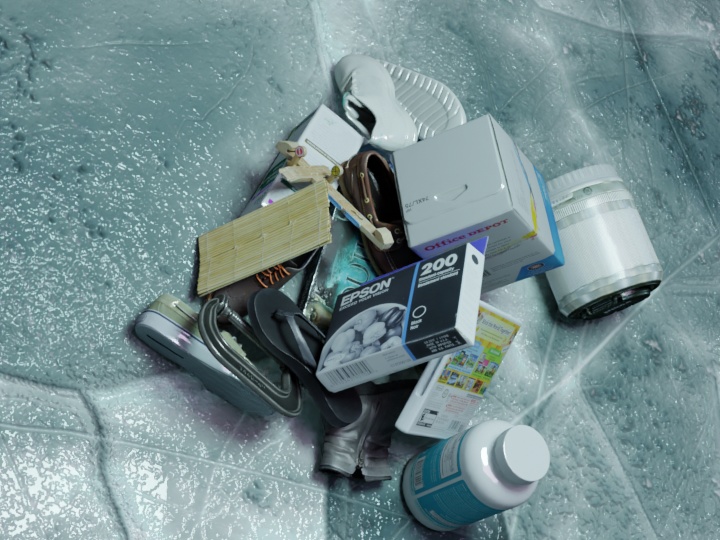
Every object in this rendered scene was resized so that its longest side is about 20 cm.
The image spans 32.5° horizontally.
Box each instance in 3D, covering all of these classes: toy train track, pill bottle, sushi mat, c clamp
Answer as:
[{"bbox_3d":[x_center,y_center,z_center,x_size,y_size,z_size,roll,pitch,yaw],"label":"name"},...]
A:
[{"bbox_3d":[-0.029,-0.104,1.553,0.200,0.033,0.115,45,26,18],"label":"toy train track"},{"bbox_3d":[0.147,0.252,1.537,0.111,0.200,0.111,14,62,-28],"label":"pill bottle"},{"bbox_3d":[-0.119,-0.039,1.507,0.012,0.200,0.096,42,35,-43],"label":"sushi mat"},{"bbox_3d":[-0.125,0.097,1.483,0.200,0.027,0.171,42,23,-31],"label":"c clamp"}]

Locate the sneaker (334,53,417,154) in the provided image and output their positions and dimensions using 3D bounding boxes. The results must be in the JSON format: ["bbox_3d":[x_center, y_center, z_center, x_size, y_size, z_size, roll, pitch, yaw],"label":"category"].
[{"bbox_3d":[0.002,-0.240,1.723,0.088,0.075,0.200,4,40,-39],"label":"sneaker"}]

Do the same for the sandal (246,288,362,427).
[{"bbox_3d":[-0.059,0.098,1.496,0.200,0.043,0.076,51,39,-7],"label":"sandal"}]

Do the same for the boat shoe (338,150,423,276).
[{"bbox_3d":[0.037,-0.062,1.617,0.070,0.070,0.200,-34,100,-34],"label":"boat shoe"}]

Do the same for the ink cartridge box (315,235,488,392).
[{"bbox_3d":[0.053,0.040,1.488,0.043,0.198,0.200,52,32,-28],"label":"ink cartridge box"}]

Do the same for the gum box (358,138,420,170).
[{"bbox_3d":[0.092,-0.126,1.783,0.200,0.045,0.170,-30,87,-38],"label":"gum box"}]

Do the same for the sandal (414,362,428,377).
[{"bbox_3d":[0.102,0.089,1.658,0.201,0.080,0.057,-82,157,-52],"label":"sandal"}]

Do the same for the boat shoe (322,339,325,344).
[{"bbox_3d":[0.032,0.072,1.584,0.200,0.062,0.075,-28,101,-14],"label":"boat shoe"}]

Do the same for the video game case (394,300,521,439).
[{"bbox_3d":[0.127,0.127,1.554,0.023,0.182,0.200,29,2,26],"label":"video game case"}]

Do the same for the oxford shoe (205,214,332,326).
[{"bbox_3d":[-0.114,-0.007,1.525,0.071,0.073,0.200,43,88,-17],"label":"oxford shoe"}]

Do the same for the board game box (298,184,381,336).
[{"bbox_3d":[0.000,0.000,1.644,0.135,0.028,0.200,23,71,-22],"label":"board game box"}]

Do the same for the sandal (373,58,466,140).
[{"bbox_3d":[0.079,-0.244,1.779,0.203,0.082,0.050,40,5,26],"label":"sandal"}]

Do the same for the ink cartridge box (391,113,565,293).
[{"bbox_3d":[0.156,-0.080,1.622,0.200,0.147,0.146,37,38,-56],"label":"ink cartridge box"}]

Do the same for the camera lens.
[{"bbox_3d":[0.343,-0.037,1.828,0.160,0.160,0.200,-10,74,-36],"label":"camera lens"}]

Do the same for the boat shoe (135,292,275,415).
[{"bbox_3d":[-0.174,0.099,1.484,0.200,0.072,0.062,37,60,-10],"label":"boat shoe"}]

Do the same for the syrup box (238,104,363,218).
[{"bbox_3d":[-0.080,-0.118,1.645,0.081,0.079,0.200,38,53,-14],"label":"syrup box"}]

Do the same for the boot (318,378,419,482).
[{"bbox_3d":[0.032,0.207,1.582,0.200,0.070,0.132,4,73,-25],"label":"boot"}]
